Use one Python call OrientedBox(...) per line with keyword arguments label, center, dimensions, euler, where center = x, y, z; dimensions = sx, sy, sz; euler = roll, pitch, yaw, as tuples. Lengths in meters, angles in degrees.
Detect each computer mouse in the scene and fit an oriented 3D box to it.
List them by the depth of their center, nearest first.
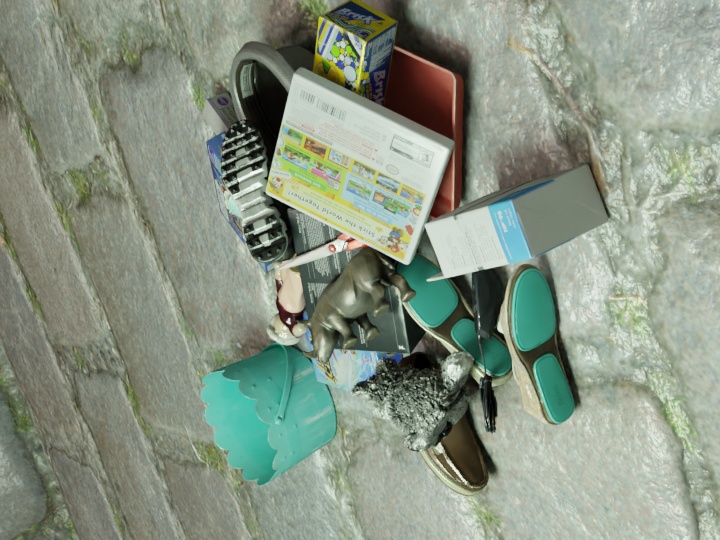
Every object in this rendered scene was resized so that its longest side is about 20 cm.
OrientedBox(label="computer mouse", center=(0.153, 0.090, 1.468), dimensions=(0.059, 0.034, 0.200), euler=(84, -177, -86))

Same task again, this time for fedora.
OrientedBox(label="fedora", center=(-0.084, -0.210, 1.622), dimensions=(0.200, 0.090, 0.177), euler=(61, 150, 0))

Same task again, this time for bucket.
OrientedBox(label="bucket", center=(-0.143, 0.221, 1.972), dimensions=(0.207, 0.135, 0.207), euler=(35, 138, 39))

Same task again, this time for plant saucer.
OrientedBox(label="plant saucer", center=(0.056, -0.177, 1.486), dimensions=(0.200, 0.037, 0.200), euler=(33, 136, 41))

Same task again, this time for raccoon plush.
OrientedBox(label="raccoon plush", center=(0.070, 0.128, 1.555), dimensions=(0.134, 0.097, 0.200), euler=(39, 132, 21))

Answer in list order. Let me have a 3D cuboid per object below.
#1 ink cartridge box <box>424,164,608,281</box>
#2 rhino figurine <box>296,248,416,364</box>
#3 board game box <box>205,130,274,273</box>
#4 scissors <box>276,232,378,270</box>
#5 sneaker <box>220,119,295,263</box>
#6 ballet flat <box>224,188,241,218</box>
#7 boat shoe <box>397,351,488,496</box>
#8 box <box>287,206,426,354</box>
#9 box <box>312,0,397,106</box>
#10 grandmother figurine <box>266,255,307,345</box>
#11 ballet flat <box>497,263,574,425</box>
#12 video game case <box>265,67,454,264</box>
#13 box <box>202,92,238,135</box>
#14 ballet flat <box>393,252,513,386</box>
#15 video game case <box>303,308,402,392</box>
OrientedBox(label="ink cartridge box", center=(0.153, -0.048, 1.350), dimensions=(0.200, 0.116, 0.067), euler=(-14, 99, 58))
OrientedBox(label="rhino figurine", center=(-0.017, 0.049, 1.548), dimensions=(0.200, 0.060, 0.088), euler=(-47, 64, 39))
OrientedBox(label="board game box", center=(-0.167, -0.096, 1.828), dimensions=(0.135, 0.034, 0.200), euler=(53, 164, 21))
OrientedBox(label="scissors", center=(-0.021, -0.027, 1.546), dimensions=(0.200, 0.014, 0.073), euler=(-38, 98, 33))
OrientedBox(label="sneaker", center=(-0.127, -0.096, 1.620), dimensions=(0.090, 0.066, 0.200), euler=(28, -137, -68))
OrientedBox(label="ballet flat", center=(-0.083, -0.087, 1.687), dimensions=(0.200, 0.072, 0.072), euler=(18, 141, -3))
OrientedBox(label="boat shoe", center=(0.107, 0.197, 1.636), dimensions=(0.202, 0.075, 0.075), euler=(56, 142, 16))
OrientedBox(label="box", center=(0.000, 0.000, 1.605), dimensions=(0.141, 0.079, 0.200), euler=(4, 117, 26))
OrientedBox(label="box", center=(-0.014, -0.209, 1.462), dimensions=(0.070, 0.064, 0.200), euler=(33, 137, 23))
OrientedBox(label="grandmother figurine", center=(-0.095, 0.042, 1.769), dimensions=(0.200, 0.060, 0.121), euler=(106, 160, -52))
OrientedBox(label="ballet flat", center=(0.190, 0.085, 1.438), dimensions=(0.067, 0.068, 0.200), euler=(16, 122, 61))
OrientedBox(label="video game case", center=(-0.006, -0.119, 1.457), dimensions=(0.200, 0.023, 0.182), euler=(27, 132, 10))
OrientedBox(label="box", center=(-0.160, -0.171, 1.816), dimensions=(0.200, 0.039, 0.041), euler=(53, 148, 20))
OrientedBox(label="ballet flat", center=(0.110, 0.064, 1.538), dimensions=(0.200, 0.069, 0.069), euler=(50, 147, 9))
OrientedBox(label="video game case", center=(-0.020, 0.079, 1.773), dimensions=(0.181, 0.045, 0.200), euler=(13, 122, 54))
